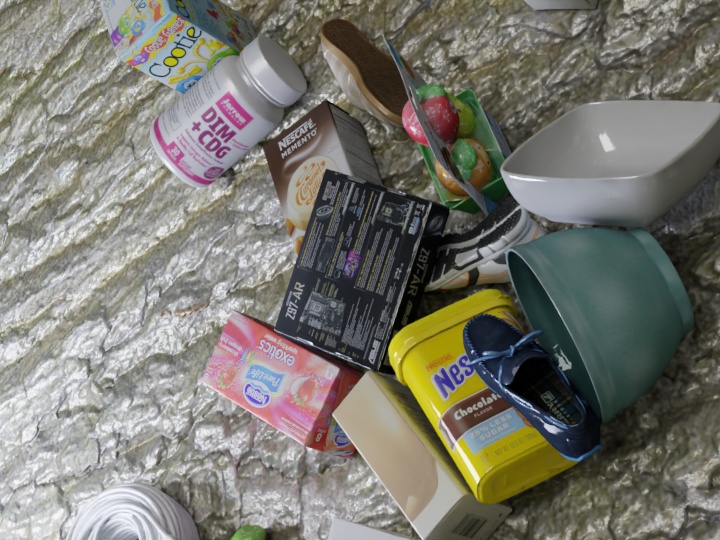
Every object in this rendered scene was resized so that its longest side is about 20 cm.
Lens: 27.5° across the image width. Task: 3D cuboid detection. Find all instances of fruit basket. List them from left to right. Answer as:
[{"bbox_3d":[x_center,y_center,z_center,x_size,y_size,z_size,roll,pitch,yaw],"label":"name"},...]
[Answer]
[{"bbox_3d":[0.102,-0.156,1.658,0.093,0.200,0.186,-27,57,10],"label":"fruit basket"}]

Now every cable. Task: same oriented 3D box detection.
[{"bbox_3d":[-0.291,0.368,1.857,0.200,0.069,0.200,-46,51,17],"label":"cable"}]

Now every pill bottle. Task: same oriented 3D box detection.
[{"bbox_3d":[-0.173,-0.211,1.950,0.200,0.113,0.114,-39,54,21],"label":"pill bottle"}]

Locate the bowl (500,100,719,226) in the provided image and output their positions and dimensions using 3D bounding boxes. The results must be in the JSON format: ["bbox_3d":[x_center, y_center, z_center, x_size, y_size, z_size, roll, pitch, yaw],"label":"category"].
[{"bbox_3d":[0.269,-0.107,1.538,0.199,0.200,0.075,5,120,41],"label":"bowl"}]

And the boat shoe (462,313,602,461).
[{"bbox_3d":[0.176,0.101,1.482,0.084,0.069,0.200,-40,53,-13],"label":"boat shoe"}]

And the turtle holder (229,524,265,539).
[{"bbox_3d":[-0.151,0.393,1.708,0.131,0.185,0.142,-29,90,27],"label":"turtle holder"}]

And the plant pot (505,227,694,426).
[{"bbox_3d":[0.251,0.037,1.489,0.134,0.201,0.201,-27,54,-4],"label":"plant pot"}]

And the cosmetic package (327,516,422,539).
[{"bbox_3d":[0.063,0.317,1.588,0.199,0.082,0.051,9,82,40],"label":"cosmetic package"}]

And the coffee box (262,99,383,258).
[{"bbox_3d":[-0.036,-0.092,1.818,0.114,0.080,0.201,-34,56,23],"label":"coffee box"}]

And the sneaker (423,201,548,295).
[{"bbox_3d":[0.137,-0.007,1.659,0.200,0.080,0.074,-25,38,50],"label":"sneaker"}]

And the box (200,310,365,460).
[{"bbox_3d":[-0.083,0.136,1.761,0.199,0.094,0.103,26,91,41],"label":"box"}]

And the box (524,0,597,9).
[{"bbox_3d":[0.243,-0.412,1.719,0.095,0.078,0.201,10,80,40],"label":"box"}]

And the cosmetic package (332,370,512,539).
[{"bbox_3d":[0.066,0.209,1.612,0.071,0.105,0.200,-50,49,13],"label":"cosmetic package"}]

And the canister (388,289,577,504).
[{"bbox_3d":[0.139,0.133,1.565,0.148,0.087,0.200,-24,53,-11],"label":"canister"}]

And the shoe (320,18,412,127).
[{"bbox_3d":[0.012,-0.241,1.860,0.200,0.070,0.054,54,151,33],"label":"shoe"}]

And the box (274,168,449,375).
[{"bbox_3d":[0.000,0.000,1.686,0.160,0.043,0.201,18,92,36],"label":"box"}]

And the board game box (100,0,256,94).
[{"bbox_3d":[-0.234,-0.312,1.978,0.103,0.200,0.105,-37,54,21],"label":"board game box"}]
